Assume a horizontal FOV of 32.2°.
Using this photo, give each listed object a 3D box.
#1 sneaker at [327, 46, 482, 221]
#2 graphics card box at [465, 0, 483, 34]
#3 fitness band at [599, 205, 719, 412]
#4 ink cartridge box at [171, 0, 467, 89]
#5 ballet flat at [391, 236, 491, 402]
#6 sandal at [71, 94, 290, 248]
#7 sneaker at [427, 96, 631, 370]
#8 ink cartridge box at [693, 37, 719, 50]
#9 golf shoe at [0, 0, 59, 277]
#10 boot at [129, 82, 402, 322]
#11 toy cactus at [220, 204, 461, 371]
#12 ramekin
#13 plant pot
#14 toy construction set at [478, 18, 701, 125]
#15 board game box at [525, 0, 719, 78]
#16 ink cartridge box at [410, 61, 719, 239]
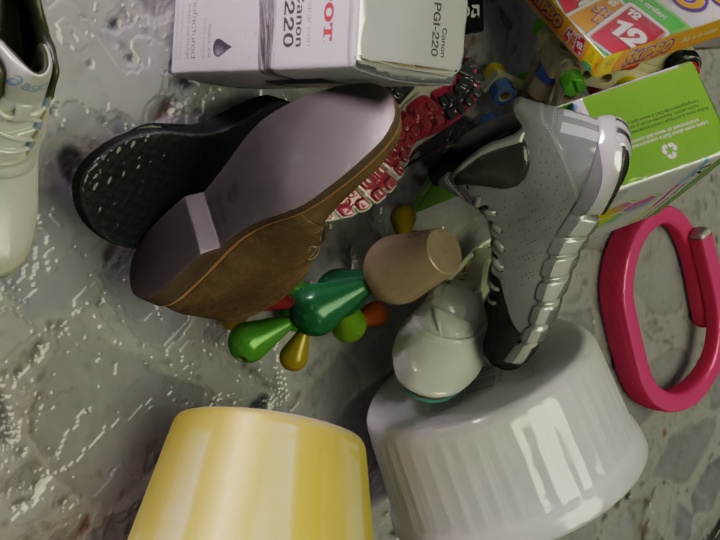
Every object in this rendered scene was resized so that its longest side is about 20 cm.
[{"bbox_3d":[0.004,-0.088,0.877,0.200,0.075,0.081,-36,90,-32],"label":"sneaker"},{"bbox_3d":[0.023,-0.258,0.844,0.051,0.125,0.201,-9,101,-40],"label":"graphics card box"},{"bbox_3d":[0.287,0.036,1.172,0.143,0.037,0.201,-33,115,-33],"label":"fitness band"},{"bbox_3d":[-0.029,-0.186,0.759,0.084,0.199,0.147,0,95,-41],"label":"ink cartridge box"},{"bbox_3d":[0.075,0.025,0.927,0.200,0.069,0.070,-45,126,-58],"label":"ballet flat"},{"bbox_3d":[-0.116,-0.067,0.805,0.200,0.048,0.076,-25,127,-51],"label":"sandal"},{"bbox_3d":[0.092,-0.031,0.836,0.115,0.075,0.201,19,120,-4],"label":"sneaker"},{"bbox_3d":[0.316,-0.317,1.117,0.146,0.084,0.201,45,67,-35],"label":"ink cartridge box"},{"bbox_3d":[-0.205,-0.089,0.689,0.078,0.097,0.201,-15,107,-40],"label":"golf shoe"},{"bbox_3d":[-0.043,-0.036,0.739,0.075,0.200,0.074,31,35,-41],"label":"boot"},{"bbox_3d":[0.000,0.000,0.844,0.199,0.165,0.103,-14,85,-44],"label":"toy cactus"},{"bbox_3d":[0.101,0.116,0.921,0.200,0.200,0.098,-32,107,-33],"label":"ramekin"},{"bbox_3d":[-0.071,0.194,0.793,0.200,0.200,0.190,24,64,-40],"label":"plant pot"},{"bbox_3d":[0.196,-0.151,1.015,0.199,0.092,0.131,-9,146,-41],"label":"toy construction set"},{"bbox_3d":[0.228,-0.211,0.963,0.199,0.096,0.030,-20,151,-31],"label":"board game box"},{"bbox_3d":[0.148,-0.065,0.922,0.199,0.148,0.076,-21,78,-15],"label":"ink cartridge box"}]
